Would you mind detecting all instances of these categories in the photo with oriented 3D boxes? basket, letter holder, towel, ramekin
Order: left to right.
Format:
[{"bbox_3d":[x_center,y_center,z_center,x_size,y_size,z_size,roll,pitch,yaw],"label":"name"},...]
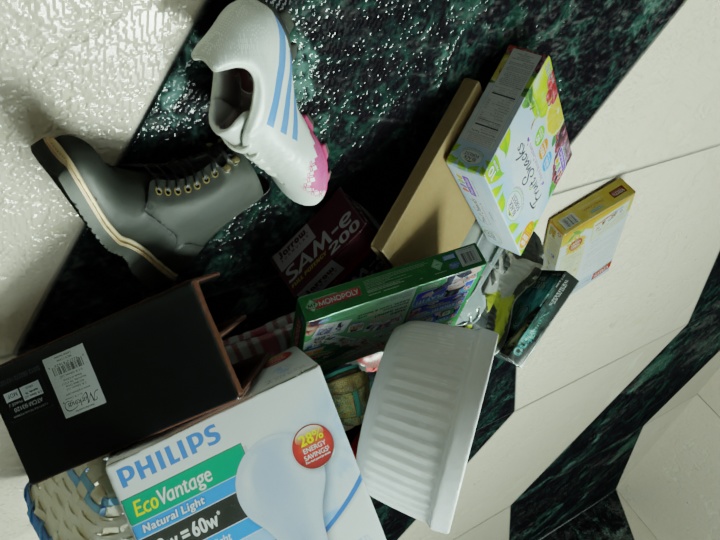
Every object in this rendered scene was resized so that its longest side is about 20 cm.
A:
[{"bbox_3d":[-0.265,0.262,0.792,0.137,0.176,0.203,1,121,-48],"label":"basket"},{"bbox_3d":[-0.192,0.083,0.675,0.196,0.103,0.142,-23,-176,9],"label":"letter holder"},{"bbox_3d":[-0.119,0.097,0.826,0.196,0.030,0.147,-20,155,-11],"label":"towel"},{"bbox_3d":[0.066,0.147,0.771,0.200,0.103,0.205,15,90,-79],"label":"ramekin"}]

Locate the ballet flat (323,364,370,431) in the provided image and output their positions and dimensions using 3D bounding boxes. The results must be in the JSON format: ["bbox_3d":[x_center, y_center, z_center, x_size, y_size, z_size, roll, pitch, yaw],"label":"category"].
[{"bbox_3d":[-0.030,0.142,0.831,0.070,0.072,0.200,-28,179,-16],"label":"ballet flat"}]

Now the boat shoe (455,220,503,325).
[{"bbox_3d":[0.124,0.027,0.931,0.204,0.071,0.070,-63,-172,-16],"label":"boat shoe"}]

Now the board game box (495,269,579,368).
[{"bbox_3d":[0.224,0.062,1.068,0.137,0.028,0.200,-56,-176,-3],"label":"board game box"}]

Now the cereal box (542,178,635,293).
[{"bbox_3d":[0.345,-0.036,1.195,0.142,0.040,0.202,-29,148,-17],"label":"cereal box"}]

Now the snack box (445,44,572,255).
[{"bbox_3d":[0.170,-0.124,0.839,0.144,0.052,0.200,-60,150,-8],"label":"snack box"}]

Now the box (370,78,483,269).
[{"bbox_3d":[0.090,-0.077,0.819,0.203,0.021,0.164,-59,151,-9],"label":"box"}]

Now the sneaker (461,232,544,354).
[{"bbox_3d":[0.182,0.027,1.053,0.202,0.074,0.084,-59,-170,-17],"label":"sneaker"}]

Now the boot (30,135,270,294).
[{"bbox_3d":[-0.152,-0.076,0.594,0.138,0.078,0.201,-40,162,-8],"label":"boot"}]

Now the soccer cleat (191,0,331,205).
[{"bbox_3d":[-0.080,-0.114,0.604,0.087,0.069,0.202,-50,147,-26],"label":"soccer cleat"}]

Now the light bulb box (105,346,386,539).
[{"bbox_3d":[-0.096,0.206,0.684,0.195,0.204,0.125,-24,-173,-13],"label":"light bulb box"}]

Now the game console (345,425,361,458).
[{"bbox_3d":[-0.068,0.227,0.878,0.199,0.031,0.178,-28,-156,52],"label":"game console"}]

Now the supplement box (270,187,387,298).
[{"bbox_3d":[0.000,0.000,0.852,0.109,0.061,0.199,-44,148,9],"label":"supplement box"}]

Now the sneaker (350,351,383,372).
[{"bbox_3d":[0.063,0.071,0.982,0.197,0.072,0.098,-15,161,-37],"label":"sneaker"}]

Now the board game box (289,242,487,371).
[{"bbox_3d":[0.024,0.045,0.791,0.196,0.030,0.136,-17,153,-19],"label":"board game box"}]
